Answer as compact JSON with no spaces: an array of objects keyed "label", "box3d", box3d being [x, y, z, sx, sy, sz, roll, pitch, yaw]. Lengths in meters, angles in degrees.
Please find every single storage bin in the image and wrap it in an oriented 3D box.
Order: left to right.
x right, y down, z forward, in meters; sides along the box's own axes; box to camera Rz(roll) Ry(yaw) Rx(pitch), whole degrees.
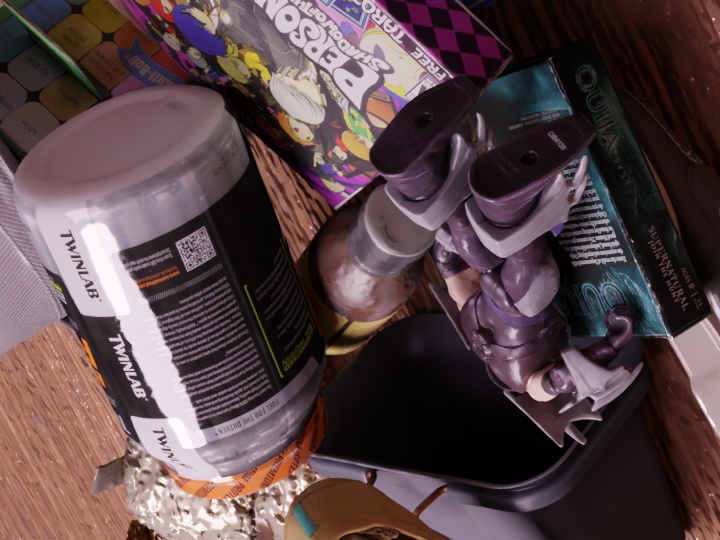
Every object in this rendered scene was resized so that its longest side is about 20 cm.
[{"label":"storage bin","box3d":[0.075,0.123,0.828,0.199,0.146,0.135,1,128,48]}]

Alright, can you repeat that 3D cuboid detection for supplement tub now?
[{"label":"supplement tub","box3d":[-0.092,0.015,0.793,0.122,0.122,0.201,11,132,43]}]

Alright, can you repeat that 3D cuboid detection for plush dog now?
[{"label":"plush dog","box3d":[-0.057,0.133,0.950,0.170,0.162,0.201,2,146,22]}]

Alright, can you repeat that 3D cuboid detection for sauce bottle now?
[{"label":"sauce bottle","box3d":[0.000,0.000,0.829,0.065,0.065,0.200,54,160,3]}]

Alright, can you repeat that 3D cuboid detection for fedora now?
[{"label":"fedora","box3d":[-0.237,-0.024,0.849,0.176,0.090,0.201,23,148,53]}]

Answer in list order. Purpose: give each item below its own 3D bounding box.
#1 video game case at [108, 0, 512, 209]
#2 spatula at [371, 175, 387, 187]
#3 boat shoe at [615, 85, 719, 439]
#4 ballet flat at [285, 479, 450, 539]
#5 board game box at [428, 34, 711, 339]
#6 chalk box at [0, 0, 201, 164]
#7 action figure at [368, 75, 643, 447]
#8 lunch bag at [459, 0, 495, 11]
[{"label":"video game case","box3d":[-0.045,-0.128,0.708,0.200,0.036,0.181,42,156,-8]},{"label":"spatula","box3d":[-0.025,-0.133,0.830,0.056,0.020,0.202,14,126,68]},{"label":"boat shoe","box3d":[0.163,-0.002,0.702,0.201,0.057,0.067,62,159,-1]},{"label":"ballet flat","box3d":[0.051,0.169,0.718,0.199,0.069,0.063,28,-177,-12]},{"label":"board game box","box3d":[0.080,-0.031,0.738,0.136,0.028,0.200,65,158,-8]},{"label":"chalk box","box3d":[-0.160,-0.090,0.887,0.125,0.124,0.201,42,160,20]},{"label":"action figure","box3d":[0.070,0.001,0.673,0.130,0.069,0.201,39,164,31]},{"label":"lunch bag","box3d":[0.022,-0.191,0.689,0.199,0.082,0.162,-17,107,53]}]
